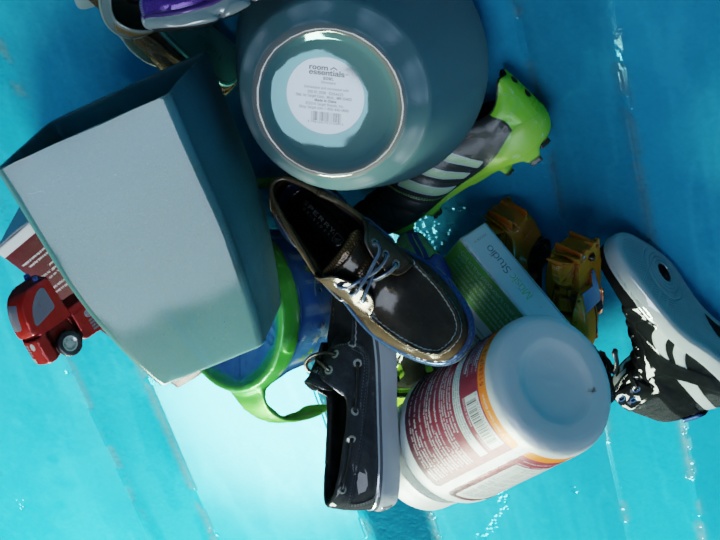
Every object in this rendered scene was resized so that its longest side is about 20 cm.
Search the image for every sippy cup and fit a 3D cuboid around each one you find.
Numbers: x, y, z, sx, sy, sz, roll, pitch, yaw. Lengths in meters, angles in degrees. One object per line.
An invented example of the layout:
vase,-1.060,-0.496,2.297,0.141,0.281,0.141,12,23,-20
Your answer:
sippy cup,-0.062,0.023,1.459,0.139,0.129,0.179,37,121,35

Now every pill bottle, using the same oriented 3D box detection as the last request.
pill bottle,0.097,0.117,1.370,0.109,0.110,0.200,32,147,-15

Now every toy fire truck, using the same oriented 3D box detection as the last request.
toy fire truck,-0.208,-0.034,1.406,0.142,0.199,0.049,60,161,-14

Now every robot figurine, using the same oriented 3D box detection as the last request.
robot figurine,0.145,0.045,1.460,0.144,0.058,0.202,27,136,35

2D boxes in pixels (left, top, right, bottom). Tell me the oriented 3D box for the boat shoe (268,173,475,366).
boat shoe,0.000,0.000,1.335,0.199,0.072,0.073,38,94,20

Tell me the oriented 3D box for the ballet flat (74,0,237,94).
ballet flat,-0.174,-0.204,1.354,0.072,0.068,0.200,-13,133,45

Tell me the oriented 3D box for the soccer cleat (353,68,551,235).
soccer cleat,0.058,-0.089,1.394,0.199,0.068,0.081,-29,108,27

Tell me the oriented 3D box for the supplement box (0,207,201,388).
supplement box,-0.197,-0.006,1.495,0.199,0.109,0.061,39,134,-19

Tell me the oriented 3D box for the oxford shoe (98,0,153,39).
oxford shoe,-0.148,-0.258,1.259,0.074,0.058,0.202,3,112,-19

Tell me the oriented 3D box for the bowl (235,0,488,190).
bowl,-0.011,-0.139,1.297,0.198,0.105,0.203,5,116,11

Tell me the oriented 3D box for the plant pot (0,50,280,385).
plant pot,-0.146,-0.030,1.310,0.140,0.141,0.202,-21,105,13

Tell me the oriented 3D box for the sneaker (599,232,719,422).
sneaker,0.235,0.062,1.469,0.111,0.073,0.200,-31,119,32

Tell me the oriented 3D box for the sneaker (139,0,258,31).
sneaker,-0.080,-0.240,1.249,0.199,0.081,0.084,-38,107,-7

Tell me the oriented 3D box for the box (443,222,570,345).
box,0.097,0.069,1.458,0.145,0.036,0.200,51,145,9

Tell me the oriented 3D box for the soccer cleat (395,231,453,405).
soccer cleat,0.033,0.047,1.450,0.064,0.084,0.201,-5,146,-17

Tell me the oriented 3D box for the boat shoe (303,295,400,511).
boat shoe,-0.012,0.090,1.391,0.065,0.203,0.070,-4,-179,-22
